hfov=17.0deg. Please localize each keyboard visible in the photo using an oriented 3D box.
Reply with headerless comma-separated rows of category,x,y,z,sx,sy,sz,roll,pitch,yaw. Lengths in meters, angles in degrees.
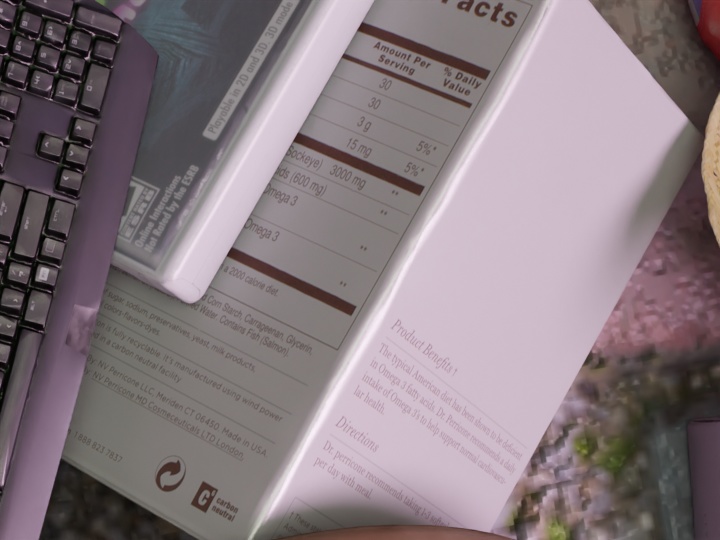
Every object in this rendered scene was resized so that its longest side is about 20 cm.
keyboard,-0.136,0.000,0.691,0.127,0.021,0.200,17,72,-16

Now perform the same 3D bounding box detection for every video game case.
video game case,-0.070,-0.108,0.780,0.182,0.023,0.200,25,82,37

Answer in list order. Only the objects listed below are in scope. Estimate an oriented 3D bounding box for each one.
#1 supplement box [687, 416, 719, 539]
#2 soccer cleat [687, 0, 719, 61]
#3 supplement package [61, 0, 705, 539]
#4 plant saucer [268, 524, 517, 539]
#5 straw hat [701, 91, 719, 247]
supplement box,0.222,0.099,0.852,0.199,0.061,0.109,-4,86,-9
soccer cleat,0.209,-0.128,0.862,0.200,0.067,0.077,-24,86,-6
supplement package,0.000,0.000,0.774,0.117,0.117,0.200,24,81,38
plant saucer,-0.020,0.141,0.752,0.200,0.200,0.030,-9,57,-9
straw hat,0.197,0.011,0.798,0.201,0.085,0.201,5,50,-6
